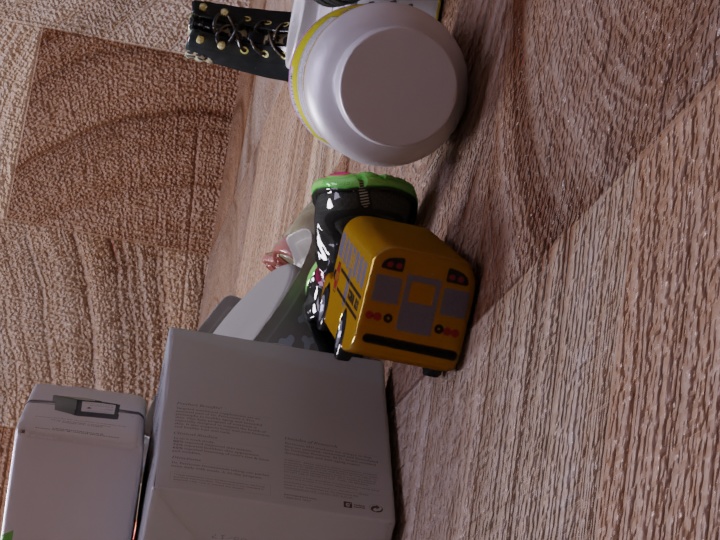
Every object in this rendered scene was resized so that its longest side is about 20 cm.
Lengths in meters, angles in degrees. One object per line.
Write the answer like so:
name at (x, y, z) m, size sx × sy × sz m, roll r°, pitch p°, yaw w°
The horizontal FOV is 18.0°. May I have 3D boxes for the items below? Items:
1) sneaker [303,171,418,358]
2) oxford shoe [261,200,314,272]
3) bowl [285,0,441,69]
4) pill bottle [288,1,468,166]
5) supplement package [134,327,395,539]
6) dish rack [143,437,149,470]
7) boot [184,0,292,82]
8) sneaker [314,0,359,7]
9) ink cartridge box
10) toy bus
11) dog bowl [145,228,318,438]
sneaker at (0.000, 0.000, 1.549) m, size 0.200 × 0.077 × 0.084 m, roll 93°, pitch 176°, yaw -58°
oxford shoe at (-0.032, -0.018, 1.876) m, size 0.074 × 0.071 × 0.200 m, roll -55°, pitch 4°, yaw -9°
bowl at (-0.002, -0.186, 1.704) m, size 0.201 × 0.094 × 0.201 m, roll -170°, pitch 90°, yaw -82°
pill bottle at (0.012, -0.121, 1.463) m, size 0.200 × 0.104 × 0.104 m, roll -136°, pitch 57°, yaw -81°
supplement package at (-0.068, 0.159, 1.484) m, size 0.200 × 0.152 × 0.151 m, roll -93°, pitch 14°, yaw -63°
dish rack at (-0.178, 0.248, 1.804) m, size 0.200 × 0.044 × 0.172 m, roll -55°, pitch -35°, yaw -33°
boot at (-0.088, -0.219, 2.162) m, size 0.204 × 0.154 × 0.074 m, roll 166°, pitch 115°, yaw -82°
sneaker at (0.044, -0.271, 1.590) m, size 0.114 × 0.076 × 0.199 m, roll 4°, pitch 56°, yaw 51°
ink cartridge box at (-0.192, 0.163, 1.509) m, size 0.200 × 0.084 × 0.146 m, roll -132°, pitch 50°, yaw -83°
toy bus at (0.019, 0.014, 1.370) m, size 0.200 × 0.065 × 0.078 m, roll -128°, pitch 49°, yaw -80°
dog bowl at (-0.080, 0.063, 1.715) m, size 0.200 × 0.059 × 0.200 m, roll -47°, pitch 12°, yaw 14°
